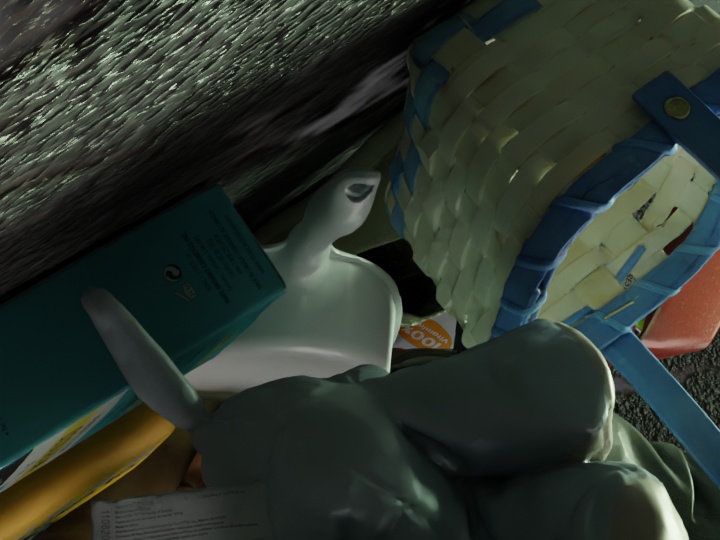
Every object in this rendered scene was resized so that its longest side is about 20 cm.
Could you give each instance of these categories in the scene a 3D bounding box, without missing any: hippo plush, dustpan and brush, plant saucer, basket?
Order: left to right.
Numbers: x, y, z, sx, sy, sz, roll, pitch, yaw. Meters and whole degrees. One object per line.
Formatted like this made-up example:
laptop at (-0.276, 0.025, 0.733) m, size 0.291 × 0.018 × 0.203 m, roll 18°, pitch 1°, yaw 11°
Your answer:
dustpan and brush at (-0.030, 0.009, 0.811) m, size 0.139 × 0.058 × 0.200 m, roll 5°, pitch 166°, yaw -19°
hippo plush at (-0.003, 0.113, 0.678) m, size 0.198 × 0.160 × 0.161 m, roll 2°, pitch 152°, yaw -15°
basket at (0.106, -0.011, 0.724) m, size 0.139 × 0.200 × 0.177 m, roll -31°, pitch 162°, yaw -20°
plant saucer at (0.194, -0.032, 1.070) m, size 0.200 × 0.037 × 0.200 m, roll -60°, pitch 178°, yaw -5°

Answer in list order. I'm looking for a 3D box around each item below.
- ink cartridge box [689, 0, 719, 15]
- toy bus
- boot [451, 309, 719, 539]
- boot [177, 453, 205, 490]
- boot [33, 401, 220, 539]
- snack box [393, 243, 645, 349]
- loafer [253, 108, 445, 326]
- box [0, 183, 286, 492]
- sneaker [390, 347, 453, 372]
ink cartridge box at (0.170, -0.122, 0.883) m, size 0.199 × 0.084 × 0.145 m, roll -33°, pitch 176°, yaw -22°
toy bus at (-0.171, 0.094, 0.770) m, size 0.199 × 0.065 × 0.078 m, roll -32°, pitch 176°, yaw -31°
boot at (0.109, 0.078, 0.811) m, size 0.130 × 0.201 × 0.068 m, roll -1°, pitch 152°, yaw -10°
boot at (-0.125, 0.143, 1.092) m, size 0.199 × 0.156 × 0.077 m, roll -34°, pitch 177°, yaw -8°
boot at (-0.096, 0.104, 0.868) m, size 0.174 × 0.067 × 0.200 m, roll -8°, pitch -151°, yaw 19°
snack box at (0.036, 0.018, 1.030) m, size 0.200 × 0.142 × 0.053 m, roll -38°, pitch -154°, yaw 48°
loafer at (0.000, 0.000, 0.906) m, size 0.075 × 0.069 × 0.200 m, roll 11°, pitch 141°, yaw -30°
box at (-0.124, 0.045, 0.700) m, size 0.199 × 0.049 × 0.082 m, roll -33°, pitch 176°, yaw -32°
sneaker at (0.003, 0.065, 0.967) m, size 0.082 × 0.078 × 0.199 m, roll 16°, pitch 159°, yaw -39°
